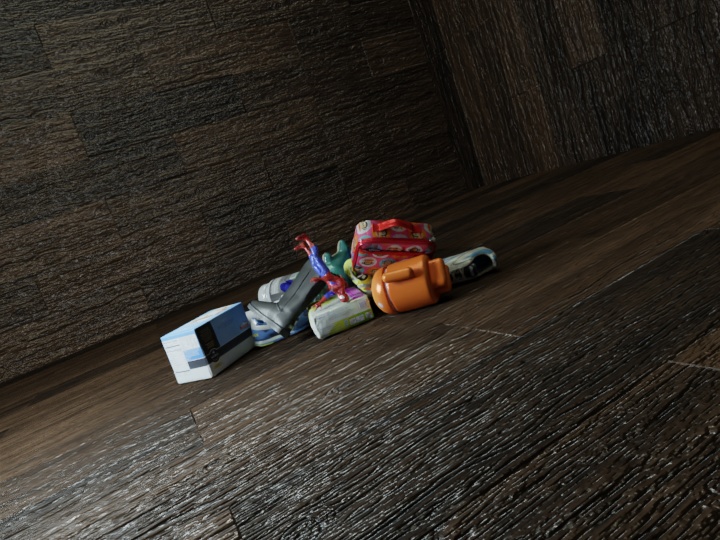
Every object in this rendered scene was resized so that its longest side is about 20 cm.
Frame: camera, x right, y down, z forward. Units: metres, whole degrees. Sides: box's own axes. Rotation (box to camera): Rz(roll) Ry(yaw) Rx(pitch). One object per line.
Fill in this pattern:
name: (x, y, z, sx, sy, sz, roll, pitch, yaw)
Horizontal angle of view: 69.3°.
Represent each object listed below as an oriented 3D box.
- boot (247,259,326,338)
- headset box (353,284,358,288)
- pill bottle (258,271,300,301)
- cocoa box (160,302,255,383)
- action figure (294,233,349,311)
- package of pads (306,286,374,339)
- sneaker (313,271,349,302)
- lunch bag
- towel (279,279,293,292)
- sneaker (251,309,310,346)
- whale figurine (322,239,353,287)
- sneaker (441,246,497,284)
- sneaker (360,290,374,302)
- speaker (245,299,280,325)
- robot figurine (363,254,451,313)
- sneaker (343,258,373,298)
boot: (-0.184, 0.053, 1.354, 0.164, 0.066, 0.202, 29, 82, 34)
headset box: (0.083, 0.007, 1.575, 0.197, 0.079, 0.148, -22, 9, -17)
pill bottle: (-0.255, 0.075, 1.818, 0.197, 0.115, 0.113, -15, 9, 32)
cocoa box: (-0.395, 0.187, 1.379, 0.131, 0.134, 0.200, -15, 10, 28)
action figure: (-0.110, 0.013, 1.263, 0.098, 0.200, 0.066, -34, -20, -28)
package of pads: (-0.060, 0.104, 1.336, 0.152, 0.069, 0.200, -21, 8, -8)
sneaker: (-0.092, 0.057, 1.473, 0.095, 0.080, 0.199, -38, -37, 14)
lunch bag: (0.079, -0.060, 1.248, 0.196, 0.083, 0.177, 1, -31, -8)
towel: (-0.155, 0.068, 1.590, 0.146, 0.050, 0.199, 24, -8, -21)
sneaker: (-0.208, 0.137, 1.431, 0.197, 0.084, 0.074, -22, 6, -19)
whale figurine: (-0.060, -0.004, 1.668, 0.102, 0.160, 0.202, -5, 48, 36)
sneaker: (0.243, -0.001, 1.285, 0.197, 0.073, 0.073, -24, 17, 0)
sneaker: (0.084, 0.024, 1.457, 0.198, 0.082, 0.074, -25, 8, -28)
speaker: (-0.278, 0.143, 1.562, 0.197, 0.083, 0.081, -20, 8, -1)
robot figurine: (0.111, 0.035, 1.214, 0.197, 0.119, 0.144, -16, 12, 20)
sneaker: (0.000, 0.000, 1.390, 0.075, 0.077, 0.200, -42, 29, -5)
